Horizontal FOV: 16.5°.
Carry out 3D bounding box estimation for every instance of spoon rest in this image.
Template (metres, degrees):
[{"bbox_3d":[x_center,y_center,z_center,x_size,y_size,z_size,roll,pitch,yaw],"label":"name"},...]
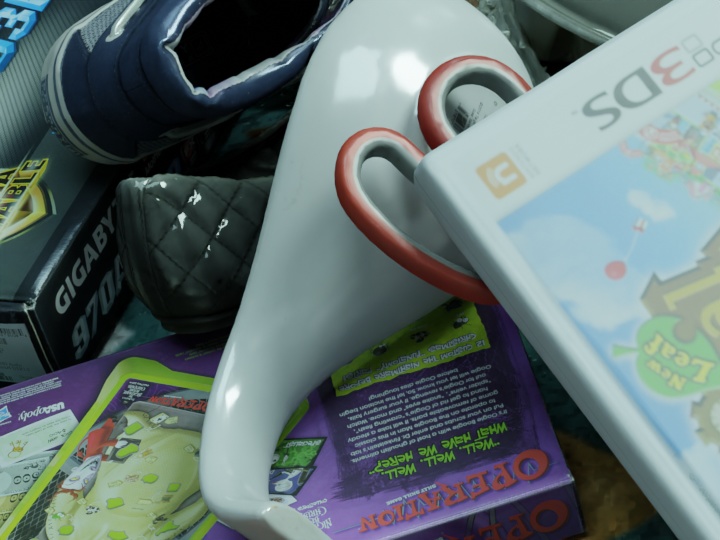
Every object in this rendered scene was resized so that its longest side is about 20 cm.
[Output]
[{"bbox_3d":[0.000,0.000,0.766,0.060,0.099,0.201,-7,50,45],"label":"spoon rest"}]

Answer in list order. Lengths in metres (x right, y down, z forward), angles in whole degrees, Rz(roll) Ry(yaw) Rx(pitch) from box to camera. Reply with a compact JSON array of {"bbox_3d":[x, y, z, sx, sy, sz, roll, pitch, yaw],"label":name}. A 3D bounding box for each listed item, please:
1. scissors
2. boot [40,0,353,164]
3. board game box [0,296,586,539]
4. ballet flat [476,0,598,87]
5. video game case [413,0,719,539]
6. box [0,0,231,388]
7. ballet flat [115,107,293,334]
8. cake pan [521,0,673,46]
[{"bbox_3d":[0.084,0.011,0.737,0.200,0.014,0.073,37,64,0],"label":"scissors"},{"bbox_3d":[-0.015,-0.102,0.871,0.200,0.073,0.090,-41,16,-30],"label":"boot"},{"bbox_3d":[-0.039,0.063,0.787,0.199,0.032,0.120,-17,37,1],"label":"board game box"},{"bbox_3d":[0.089,-0.067,0.860,0.071,0.072,0.200,-19,40,-1],"label":"ballet flat"},{"bbox_3d":[0.144,0.002,0.717,0.182,0.022,0.200,-32,74,-17],"label":"video game case"},{"bbox_3d":[-0.141,-0.044,0.933,0.158,0.046,0.201,5,45,25],"label":"box"},{"bbox_3d":[-0.012,-0.045,0.864,0.066,0.057,0.200,4,30,33],"label":"ballet flat"},{"bbox_3d":[0.138,-0.113,0.853,0.199,0.037,0.201,9,27,-5],"label":"cake pan"}]
